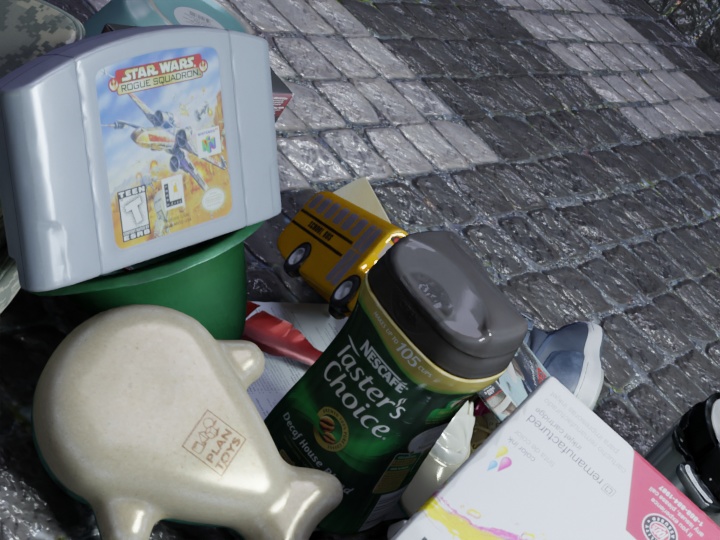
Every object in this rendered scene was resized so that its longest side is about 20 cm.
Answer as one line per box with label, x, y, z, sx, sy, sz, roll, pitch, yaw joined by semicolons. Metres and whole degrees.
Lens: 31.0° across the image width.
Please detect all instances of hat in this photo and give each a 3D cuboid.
hat;-0.117;0.054;0.912;0.166;0.199;0.177;-84;161;-69

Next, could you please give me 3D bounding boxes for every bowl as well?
bowl;-0.174;-0.199;1.227;0.200;0.105;0.201;27;29;-16

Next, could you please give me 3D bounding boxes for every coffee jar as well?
coffee jar;0.019;0.073;0.844;0.085;0.200;0.104;-9;51;-50

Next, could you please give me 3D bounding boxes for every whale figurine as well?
whale figurine;-0.112;0.113;0.817;0.200;0.104;0.159;35;61;-6

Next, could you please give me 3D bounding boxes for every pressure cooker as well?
pressure cooker;0.304;0.198;1.056;0.178;0.200;0.176;36;27;-1

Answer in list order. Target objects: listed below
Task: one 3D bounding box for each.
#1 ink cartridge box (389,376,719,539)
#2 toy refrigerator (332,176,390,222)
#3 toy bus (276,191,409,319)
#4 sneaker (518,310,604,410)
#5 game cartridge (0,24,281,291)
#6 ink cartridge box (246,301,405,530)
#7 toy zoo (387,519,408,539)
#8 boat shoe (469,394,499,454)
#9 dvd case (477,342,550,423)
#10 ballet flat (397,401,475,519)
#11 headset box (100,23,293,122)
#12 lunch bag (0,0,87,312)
ink cartridge box;0.095;0.185;0.767;0.148;0.086;0.200;42;62;12
toy refrigerator;0.026;0.015;1.131;0.076;0.070;0.200;59;4;-49
toy bus;0.000;0.000;1.001;0.065;0.078;0.200;44;-5;-25
sneaker;0.149;0.068;1.215;0.146;0.077;0.202;23;12;3
game cartridge;-0.126;-0.077;0.776;0.041;0.134;0.200;15;25;38
ink cartridge box;-0.051;0.104;0.971;0.199;0.043;0.197;2;43;-41
toy zoo;0.067;0.243;0.818;0.131;0.020;0.201;24;58;-23
boat shoe;0.106;0.141;1.041;0.073;0.069;0.200;8;26;0
dvd case;0.143;0.116;1.029;0.200;0.022;0.146;50;18;-21
ballet flat;0.052;0.090;0.962;0.069;0.069;0.201;20;46;-28
headset box;-0.155;-0.100;0.994;0.148;0.200;0.075;-6;48;-53
lunch bag;-0.242;-0.060;0.806;0.139;0.168;0.200;24;61;18
